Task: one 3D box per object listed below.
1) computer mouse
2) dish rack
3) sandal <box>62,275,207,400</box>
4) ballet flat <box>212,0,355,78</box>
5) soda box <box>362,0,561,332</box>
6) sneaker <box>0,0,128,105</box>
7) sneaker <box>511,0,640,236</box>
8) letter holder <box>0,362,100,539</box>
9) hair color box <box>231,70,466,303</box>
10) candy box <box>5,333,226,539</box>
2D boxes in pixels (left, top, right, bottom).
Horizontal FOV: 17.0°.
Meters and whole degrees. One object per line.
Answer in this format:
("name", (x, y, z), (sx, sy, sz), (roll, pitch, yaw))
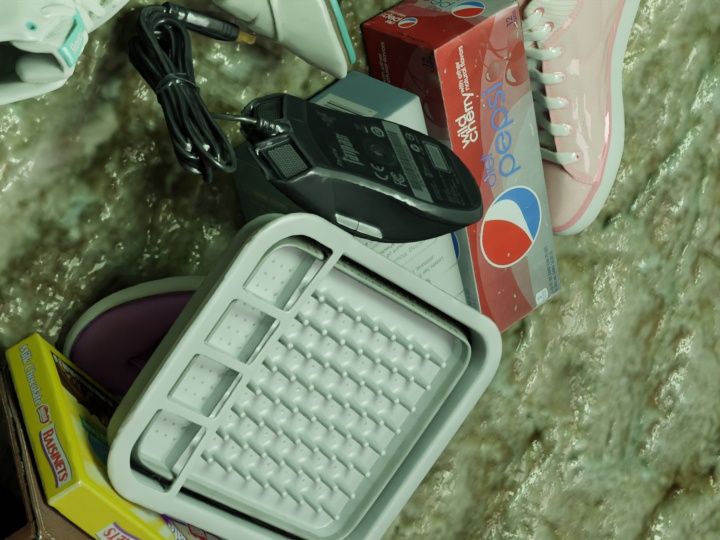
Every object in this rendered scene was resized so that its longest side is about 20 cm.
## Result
("computer mouse", (-0.036, -0.071, 1.250), (0.199, 0.141, 0.046), (11, 127, -37))
("dish rack", (-0.033, 0.062, 1.255), (0.200, 0.044, 0.172), (30, 97, -43))
("sandal", (-0.058, 0.051, 1.291), (0.202, 0.050, 0.083), (7, 119, -23))
("ballet flat", (-0.063, -0.177, 1.232), (0.069, 0.069, 0.200), (-39, 127, -26))
("soda box", (0.061, -0.063, 1.395), (0.070, 0.063, 0.201), (-32, 127, -29))
("sneaker", (-0.151, -0.119, 1.144), (0.200, 0.088, 0.075), (-37, 129, -27))
("sneaker", (0.104, -0.121, 1.406), (0.104, 0.075, 0.201), (1, 104, -43))
("letter holder", (-0.162, 0.163, 1.266), (0.100, 0.142, 0.200), (-31, 132, 10))
("hair color box", (0.000, 0.000, 1.367), (0.099, 0.061, 0.201), (-35, 129, -27))
("candy box", (-0.114, 0.119, 1.272), (0.026, 0.102, 0.200), (-30, 141, 12))
